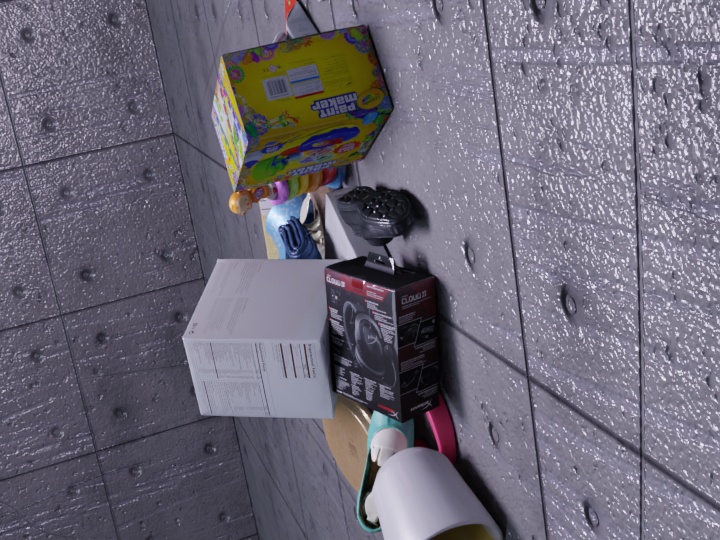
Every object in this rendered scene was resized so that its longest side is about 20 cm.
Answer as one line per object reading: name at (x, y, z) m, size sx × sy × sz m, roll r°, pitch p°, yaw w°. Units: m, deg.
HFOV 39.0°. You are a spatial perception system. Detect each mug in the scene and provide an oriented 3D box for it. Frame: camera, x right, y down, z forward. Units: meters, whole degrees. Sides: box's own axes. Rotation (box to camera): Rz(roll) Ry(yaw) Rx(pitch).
mug at (0.086, 0.329, 1.331) m, size 0.154 × 0.147 × 0.189 m, roll -120°, pitch 22°, yaw -45°

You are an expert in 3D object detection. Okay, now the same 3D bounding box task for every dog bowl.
dog bowl at (-0.104, -0.049, 1.751) m, size 0.050 × 0.110 × 0.202 m, roll 46°, pitch 150°, yaw 34°

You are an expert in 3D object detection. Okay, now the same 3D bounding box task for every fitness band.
fitness band at (0.083, 0.211, 1.454) m, size 0.200 × 0.037 × 0.146 m, roll -152°, pitch 52°, yaw -68°

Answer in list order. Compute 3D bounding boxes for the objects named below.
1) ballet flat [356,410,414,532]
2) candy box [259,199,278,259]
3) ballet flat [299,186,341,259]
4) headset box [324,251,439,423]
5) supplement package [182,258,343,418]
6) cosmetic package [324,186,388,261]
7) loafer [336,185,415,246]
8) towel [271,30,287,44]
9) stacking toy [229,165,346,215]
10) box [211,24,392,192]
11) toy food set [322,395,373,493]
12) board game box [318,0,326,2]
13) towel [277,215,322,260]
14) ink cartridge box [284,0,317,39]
ballet flat at (0.035, 0.276, 1.414) m, size 0.070 × 0.066 × 0.204 m, roll -70°, pitch -10°, yaw -75°
candy box at (-0.145, -0.127, 1.833) m, size 0.116 × 0.054 × 0.203 m, roll -74°, pitch -22°, yaw -64°
ballet flat at (-0.068, -0.070, 1.669) m, size 0.068 × 0.066 × 0.203 m, roll -122°, pitch 23°, yaw -46°
headset box at (0.027, 0.078, 1.347) m, size 0.148 × 0.076 × 0.204 m, roll 16°, pitch 114°, yaw 48°
supplement package at (-0.127, 0.096, 1.475) m, size 0.193 × 0.196 × 0.149 m, roll -75°, pitch -18°, yaw -53°
cosmetic package at (0.000, 0.000, 1.523) m, size 0.152 × 0.051 × 0.202 m, roll 97°, pitch 154°, yaw -50°
loafer at (0.027, -0.068, 1.359) m, size 0.071 × 0.068 × 0.200 m, roll 60°, pitch 167°, yaw -18°
towel at (-0.145, -0.242, 1.544) m, size 0.147 × 0.029 × 0.202 m, roll -66°, pitch -17°, yaw -46°
stacking toy at (-0.121, -0.142, 1.513) m, size 0.109 × 0.199 × 0.118 m, roll 25°, pitch 137°, yaw 32°
box at (-0.085, -0.213, 1.363) m, size 0.193 × 0.197 × 0.124 m, roll 130°, pitch 123°, yaw -72°
toy food set at (0.007, 0.261, 1.532) m, size 0.199 × 0.048 × 0.201 m, roll 6°, pitch 117°, yaw 60°
board game box at (-0.033, -0.436, 1.289) m, size 0.200 × 0.034 × 0.129 m, roll 166°, pitch 91°, yaw -75°
towel at (-0.067, 0.018, 1.610) m, size 0.112 × 0.048 × 0.202 m, roll -117°, pitch 2°, yaw -55°
ink cartridge box at (-0.106, -0.336, 1.610) m, size 0.164 × 0.056 × 0.201 m, roll 93°, pitch 153°, yaw -46°
